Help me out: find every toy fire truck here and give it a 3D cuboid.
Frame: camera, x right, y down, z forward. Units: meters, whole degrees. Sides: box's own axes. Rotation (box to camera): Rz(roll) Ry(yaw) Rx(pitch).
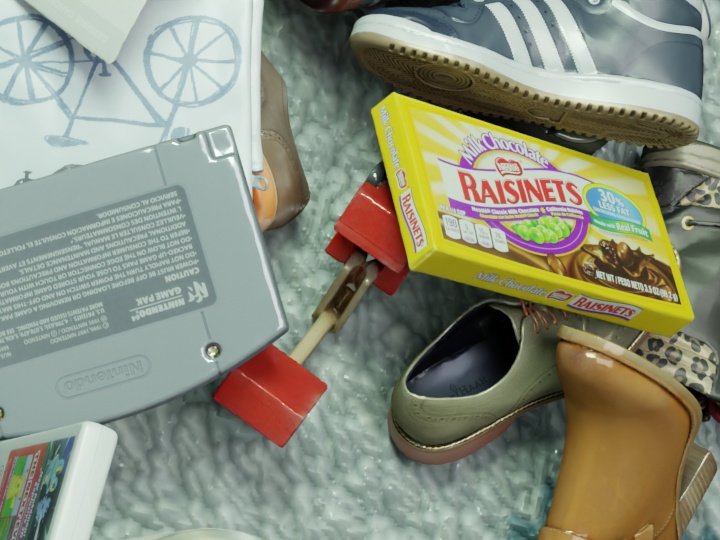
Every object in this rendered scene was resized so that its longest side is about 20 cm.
[{"bbox_3d":[0.000,0.000,1.586,0.049,0.141,0.200,35,29,2],"label":"toy fire truck"}]

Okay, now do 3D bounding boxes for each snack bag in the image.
[{"bbox_3d":[-0.143,-0.055,1.533,0.188,0.021,0.200,-1,86,0],"label":"snack bag"}]

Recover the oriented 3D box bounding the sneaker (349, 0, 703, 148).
[{"bbox_3d":[0.097,-0.141,1.583,0.200,0.070,0.109,13,75,-9],"label":"sneaker"}]

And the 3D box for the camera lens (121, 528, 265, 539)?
[{"bbox_3d":[-0.103,0.214,1.451,0.160,0.200,0.160,4,81,-25],"label":"camera lens"}]

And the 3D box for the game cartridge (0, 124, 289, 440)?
[{"bbox_3d":[-0.145,0.014,1.500,0.200,0.040,0.134,-16,83,-1],"label":"game cartridge"}]

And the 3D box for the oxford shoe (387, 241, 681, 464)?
[{"bbox_3d":[0.103,0.035,1.621,0.200,0.074,0.071,-38,68,-16],"label":"oxford shoe"}]

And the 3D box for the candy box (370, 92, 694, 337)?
[{"bbox_3d":[0.095,-0.029,1.562,0.200,0.026,0.102,14,48,-40],"label":"candy box"}]

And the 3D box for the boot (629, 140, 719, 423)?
[{"bbox_3d":[0.239,0.022,1.709,0.200,0.073,0.151,25,72,-16],"label":"boot"}]

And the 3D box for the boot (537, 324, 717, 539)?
[{"bbox_3d":[0.122,0.130,1.602,0.077,0.200,0.155,28,73,28],"label":"boot"}]

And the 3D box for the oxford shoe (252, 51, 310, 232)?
[{"bbox_3d":[-0.088,-0.113,1.594,0.073,0.071,0.200,-19,88,-53],"label":"oxford shoe"}]

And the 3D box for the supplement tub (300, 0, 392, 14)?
[{"bbox_3d":[0.053,-0.211,1.584,0.200,0.107,0.107,-16,89,-23],"label":"supplement tub"}]

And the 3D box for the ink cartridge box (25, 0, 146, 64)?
[{"bbox_3d":[-0.118,-0.225,1.521,0.050,0.162,0.200,14,109,-56],"label":"ink cartridge box"}]

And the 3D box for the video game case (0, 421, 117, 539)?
[{"bbox_3d":[-0.186,0.179,1.428,0.023,0.182,0.200,21,74,-22],"label":"video game case"}]

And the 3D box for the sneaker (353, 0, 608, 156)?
[{"bbox_3d":[0.056,-0.125,1.652,0.200,0.079,0.075,41,72,6],"label":"sneaker"}]

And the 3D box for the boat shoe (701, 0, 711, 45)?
[{"bbox_3d":[0.170,-0.228,1.721,0.070,0.071,0.200,-26,87,-23],"label":"boat shoe"}]
